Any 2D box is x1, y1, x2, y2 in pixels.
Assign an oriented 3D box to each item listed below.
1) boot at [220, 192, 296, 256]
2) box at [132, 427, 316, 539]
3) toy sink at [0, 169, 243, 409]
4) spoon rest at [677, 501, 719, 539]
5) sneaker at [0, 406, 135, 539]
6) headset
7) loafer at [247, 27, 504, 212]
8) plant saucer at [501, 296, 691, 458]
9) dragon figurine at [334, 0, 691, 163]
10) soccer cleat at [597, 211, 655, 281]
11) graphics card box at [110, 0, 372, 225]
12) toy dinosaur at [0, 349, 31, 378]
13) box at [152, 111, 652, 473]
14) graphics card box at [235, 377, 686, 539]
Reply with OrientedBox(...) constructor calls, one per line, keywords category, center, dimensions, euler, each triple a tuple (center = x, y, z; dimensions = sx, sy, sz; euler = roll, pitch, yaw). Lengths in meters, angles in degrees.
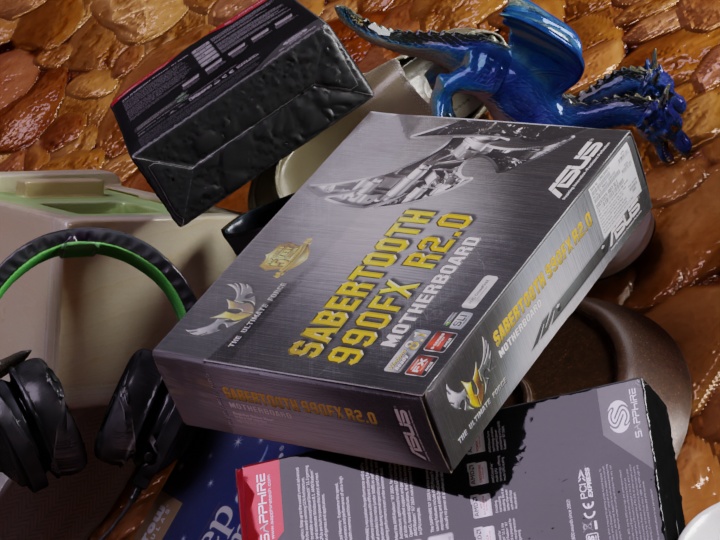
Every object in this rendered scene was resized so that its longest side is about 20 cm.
OrientedBox(category="boot", center=(0.000, 0.000, 1.274), dimensions=(0.075, 0.097, 0.200), euler=(-42, 14, -36))
OrientedBox(category="box", center=(-0.060, 0.136, 1.239), dimensions=(0.200, 0.032, 0.121), euler=(21, 80, 55))
OrientedBox(category="toy sink", center=(-0.173, 0.003, 1.408), dimensions=(0.130, 0.112, 0.200), euler=(-2, 10, -40))
OrientedBox(category="spoon rest", center=(0.189, 0.153, 0.996), dimensions=(0.099, 0.061, 0.200), euler=(-9, 38, -5))
OrientedBox(category="sneaker", center=(-0.219, 0.135, 1.372), dimensions=(0.200, 0.074, 0.116), euler=(-47, 39, -14))
OrientedBox(category="headset", center=(-0.135, 0.076, 1.251), dimensions=(0.123, 0.200, 0.094), euler=(-4, -7, -12))
OrientedBox(category="loafer", center=(0.013, -0.081, 1.395), dimensions=(0.200, 0.076, 0.067), euler=(-46, 1, -31))
OrientedBox(category="plant saucer", center=(0.067, 0.081, 1.225), dimensions=(0.200, 0.035, 0.200), euler=(-24, 36, 18))
OrientedBox(category="dragon figurine", center=(0.087, -0.113, 1.337), dimensions=(0.099, 0.200, 0.059), euler=(-49, 10, 18))
OrientedBox(category="soccer cleat", center=(0.059, -0.025, 1.319), dimensions=(0.200, 0.073, 0.068), euler=(-10, 42, 38))
OrientedBox(category="graphics card box", center=(-0.070, -0.095, 1.358), dimensions=(0.125, 0.051, 0.200), euler=(-34, 14, -2))
OrientedBox(category="toy dinosaur", center=(-0.256, 0.107, 1.297), dimensions=(0.200, 0.102, 0.077), euler=(-35, 40, 17))
OrientedBox(category="box", center=(0.023, 0.003, 1.162), dimensions=(0.158, 0.048, 0.200), euler=(8, 43, 37))
OrientedBox(category="graphics card box", center=(0.047, 0.131, 1.105), dimensions=(0.200, 0.051, 0.126), euler=(-15, 64, 18))
